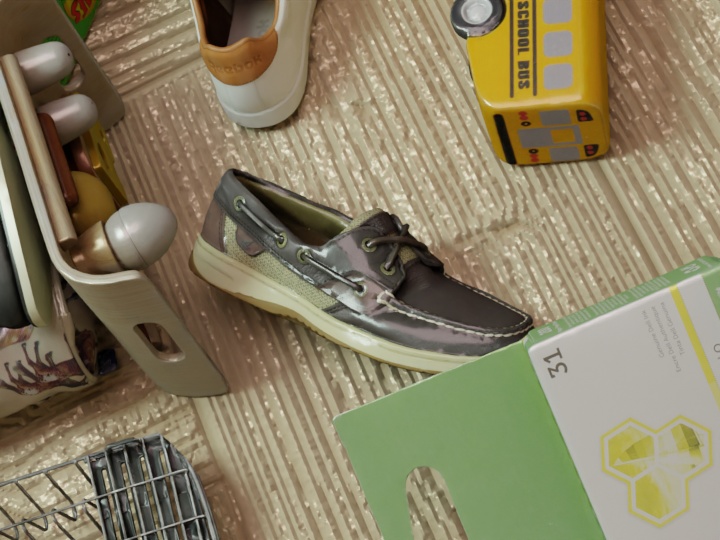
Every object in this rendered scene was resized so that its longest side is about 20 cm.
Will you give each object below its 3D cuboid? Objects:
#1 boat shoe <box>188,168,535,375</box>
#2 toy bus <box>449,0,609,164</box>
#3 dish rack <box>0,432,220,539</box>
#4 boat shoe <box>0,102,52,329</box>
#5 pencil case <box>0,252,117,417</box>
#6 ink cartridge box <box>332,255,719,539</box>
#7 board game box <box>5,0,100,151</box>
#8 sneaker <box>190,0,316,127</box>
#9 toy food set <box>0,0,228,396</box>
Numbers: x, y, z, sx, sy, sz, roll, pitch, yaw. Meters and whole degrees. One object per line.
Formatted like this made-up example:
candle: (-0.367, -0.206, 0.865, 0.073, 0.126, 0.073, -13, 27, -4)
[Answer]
boat shoe: (0.000, 0.000, 1.003, 0.199, 0.073, 0.065, 18, 110, 22)
toy bus: (0.093, -0.161, 1.068, 0.078, 0.065, 0.201, -5, 64, 13)
dish rack: (-0.162, 0.172, 0.987, 0.199, 0.055, 0.154, -19, 63, 4)
boat shoe: (-0.205, -0.057, 0.994, 0.063, 0.074, 0.202, -19, 73, -3)
pencil case: (-0.235, 0.056, 1.048, 0.199, 0.089, 0.078, -22, 90, 5)
ink cartridge box: (0.105, 0.097, 0.914, 0.199, 0.048, 0.146, -23, 95, 1)
board game box: (-0.209, -0.124, 1.112, 0.047, 0.102, 0.201, 11, 68, 19)
sneaker: (-0.058, -0.187, 1.112, 0.073, 0.085, 0.201, -8, 60, 13)
toy food set: (-0.128, -0.043, 1.027, 0.060, 0.144, 0.200, -23, 61, 3)
